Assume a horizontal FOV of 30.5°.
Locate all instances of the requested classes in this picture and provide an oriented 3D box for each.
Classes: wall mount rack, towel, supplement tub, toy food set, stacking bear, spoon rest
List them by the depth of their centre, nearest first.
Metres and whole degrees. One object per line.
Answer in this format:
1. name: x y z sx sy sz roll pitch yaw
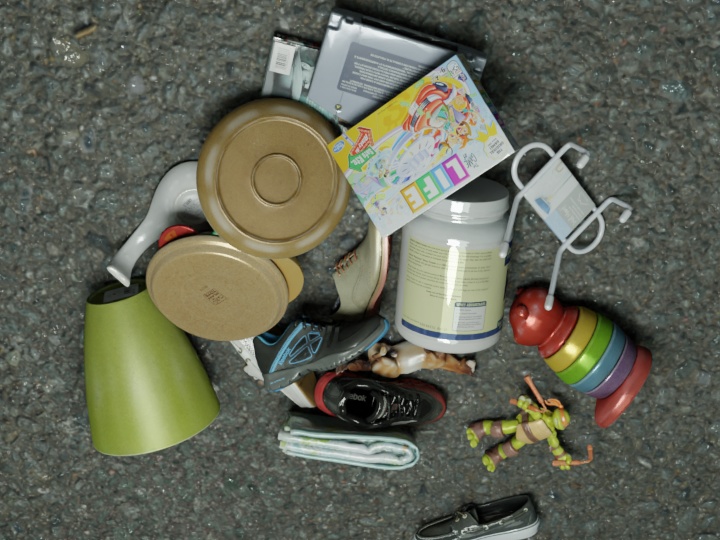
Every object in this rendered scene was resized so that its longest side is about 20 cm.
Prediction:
1. wall mount rack: 0.249 -0.060 1.680 0.174 0.075 0.200 -47 125 -1
2. supplement tub: 0.121 -0.011 1.704 0.143 0.145 0.203 5 111 0
3. toy food set: -0.188 0.017 1.737 0.196 0.049 0.200 27 133 -19
4. spoon rest: -0.256 -0.066 1.764 0.200 0.061 0.099 -41 115 11
5. stacking bear: 0.288 0.099 1.803 0.199 0.122 0.114 34 121 -9
6. towel: -0.016 0.239 1.880 0.197 0.171 0.049 9 92 -1

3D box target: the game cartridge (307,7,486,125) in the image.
1. game cartridge: 0.041 -0.232 1.619 0.197 0.042 0.134 16 127 -7

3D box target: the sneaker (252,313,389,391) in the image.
1. sneaker: -0.057 0.094 1.768 0.198 0.073 0.083 -23 91 18

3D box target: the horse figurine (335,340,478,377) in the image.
1. horse figurine: 0.064 0.118 1.842 0.197 0.051 0.133 -8 156 3

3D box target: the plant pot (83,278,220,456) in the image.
1. plant pot: -0.307 0.121 1.825 0.184 0.187 0.203 -10 108 10

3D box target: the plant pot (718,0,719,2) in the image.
1. plant pot: 0.519 -0.300 1.477 0.179 0.201 0.200 -38 113 18

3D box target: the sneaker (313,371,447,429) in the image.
1. sneaker: 0.037 0.189 1.860 0.198 0.098 0.072 10 94 -20

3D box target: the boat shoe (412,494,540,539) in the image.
1. boat shoe: 0.174 0.385 2.020 0.197 0.069 0.057 -12 114 4

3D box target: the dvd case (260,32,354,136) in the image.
1. dvd case: -0.028 -0.210 1.670 0.197 0.022 0.147 12 123 -5

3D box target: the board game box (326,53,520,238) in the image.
1. board game box: 0.075 -0.149 1.597 0.199 0.034 0.135 -33 89 22

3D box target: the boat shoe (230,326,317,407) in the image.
1. boat shoe: -0.135 0.122 1.865 0.069 0.071 0.201 -31 107 22

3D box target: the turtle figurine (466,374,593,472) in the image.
1. turtle figurine: 0.237 0.223 1.908 0.160 0.065 0.200 -22 128 25

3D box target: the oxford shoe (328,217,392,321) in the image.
1. oxford shoe: 0.000 0.000 1.775 0.073 0.071 0.202 11 123 -1

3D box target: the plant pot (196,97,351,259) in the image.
1. plant pot: -0.106 -0.114 1.652 0.197 0.027 0.203 -1 96 -10
